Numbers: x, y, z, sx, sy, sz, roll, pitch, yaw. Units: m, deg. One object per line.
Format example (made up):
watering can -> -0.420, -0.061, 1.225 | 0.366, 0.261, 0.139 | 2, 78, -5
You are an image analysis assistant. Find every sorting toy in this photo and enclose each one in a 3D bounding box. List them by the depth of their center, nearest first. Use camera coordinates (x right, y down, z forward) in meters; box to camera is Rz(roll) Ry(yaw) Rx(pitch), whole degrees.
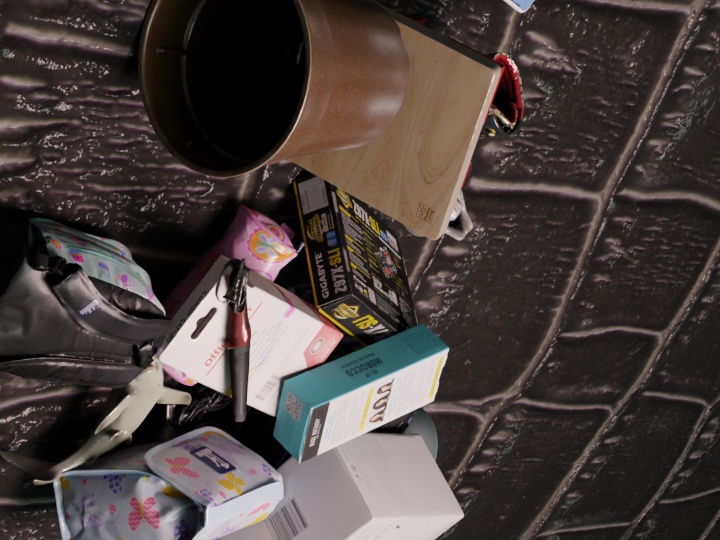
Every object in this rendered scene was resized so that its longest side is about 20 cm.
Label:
sorting toy -> 0.038, -0.168, 1.559 | 0.070, 0.198, 0.201 | -37, 151, -51

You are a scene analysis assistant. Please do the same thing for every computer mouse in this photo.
computer mouse -> -0.147, 0.083, 1.716 | 0.200, 0.053, 0.138 | -55, 166, 21

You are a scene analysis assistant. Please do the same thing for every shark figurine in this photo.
shark figurine -> -0.271, 0.143, 1.613 | 0.215, 0.090, 0.128 | -46, 150, 17

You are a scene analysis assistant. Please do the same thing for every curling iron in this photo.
curling iron -> -0.123, 0.071, 1.495 | 0.050, 0.025, 0.201 | -59, 159, -47

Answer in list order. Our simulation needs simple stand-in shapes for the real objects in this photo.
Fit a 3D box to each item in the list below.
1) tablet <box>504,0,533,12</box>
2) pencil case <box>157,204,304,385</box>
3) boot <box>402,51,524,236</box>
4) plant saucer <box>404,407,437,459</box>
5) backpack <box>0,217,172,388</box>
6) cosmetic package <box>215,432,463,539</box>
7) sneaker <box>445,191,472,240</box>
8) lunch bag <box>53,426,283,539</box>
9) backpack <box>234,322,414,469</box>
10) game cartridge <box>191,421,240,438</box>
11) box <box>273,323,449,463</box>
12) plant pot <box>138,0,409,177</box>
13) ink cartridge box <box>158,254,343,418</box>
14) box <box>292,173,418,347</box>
tablet -> 0.206, -0.387, 1.673 | 0.201, 0.014, 0.130 | -55, 146, 9
pencil case -> -0.150, 0.025, 1.631 | 0.200, 0.087, 0.087 | -52, 146, 4
boot -> 0.100, -0.135, 1.621 | 0.073, 0.153, 0.205 | -11, 101, -42
plant saucer -> 0.001, 0.236, 1.924 | 0.201, 0.201, 0.039 | -44, 129, -5
backpack -> -0.278, 0.032, 1.448 | 0.199, 0.127, 0.167 | 17, 125, -44
cosmetic package -> -0.024, 0.289, 1.760 | 0.199, 0.123, 0.200 | -41, 154, 23
sneaker -> 0.079, -0.104, 1.754 | 0.075, 0.087, 0.200 | -46, 145, 1
lunch bag -> -0.201, 0.243, 1.655 | 0.169, 0.199, 0.128 | -12, 97, -61
backpack -> -0.038, 0.153, 1.816 | 0.199, 0.147, 0.183 | -10, 145, -35
game cartridge -> -0.169, 0.256, 1.889 | 0.133, 0.042, 0.200 | -46, 147, 5
box -> 0.002, 0.130, 1.651 | 0.199, 0.049, 0.083 | -20, 138, -37
plant pot -> -0.068, -0.190, 1.422 | 0.198, 0.200, 0.201 | -8, 131, -55
ink cartridge box -> -0.124, 0.063, 1.565 | 0.117, 0.067, 0.200 | -52, 140, 5
box -> 0.000, 0.000, 1.707 | 0.049, 0.161, 0.200 | -22, 151, 17
